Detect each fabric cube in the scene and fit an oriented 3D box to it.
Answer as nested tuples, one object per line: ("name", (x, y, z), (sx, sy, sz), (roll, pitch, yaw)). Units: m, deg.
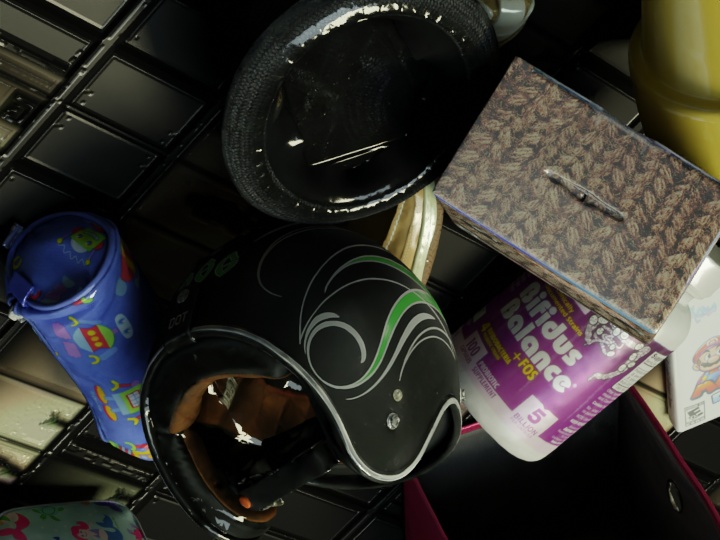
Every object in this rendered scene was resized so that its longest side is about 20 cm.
("fabric cube", (0.156, 0.238, 1.824), (0.199, 0.197, 0.200), (-18, 138, -13))

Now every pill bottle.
("pill bottle", (0.163, 0.035, 1.682), (0.200, 0.113, 0.112), (-41, 138, 14))

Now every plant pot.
("plant pot", (0.255, -0.180, 1.466), (0.200, 0.201, 0.190), (-23, 124, -6))

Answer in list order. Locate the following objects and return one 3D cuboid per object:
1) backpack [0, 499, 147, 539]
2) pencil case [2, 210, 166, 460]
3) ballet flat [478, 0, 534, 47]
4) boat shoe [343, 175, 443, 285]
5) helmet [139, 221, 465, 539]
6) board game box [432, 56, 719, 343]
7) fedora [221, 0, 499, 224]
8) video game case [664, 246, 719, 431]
("backpack", (-0.225, 0.256, 1.641), (0.199, 0.178, 0.151), (-3, 133, -30))
("pencil case", (-0.164, 0.045, 1.533), (0.087, 0.078, 0.200), (-33, 140, -5))
("ballet flat", (0.089, -0.191, 1.441), (0.070, 0.071, 0.201), (-6, 135, -25))
("boat shoe", (0.000, 0.000, 1.594), (0.076, 0.072, 0.201), (7, 129, -14))
("helmet", (-0.032, 0.067, 1.501), (0.191, 0.200, 0.201), (-43, 164, -55))
("board game box", (0.142, -0.038, 1.480), (0.097, 0.159, 0.200), (-58, 172, 0))
("fedora", (-0.011, -0.124, 1.434), (0.200, 0.092, 0.201), (-17, 143, -14))
("video game case", (0.328, 0.030, 1.840), (0.199, 0.024, 0.183), (-21, 139, -8))
